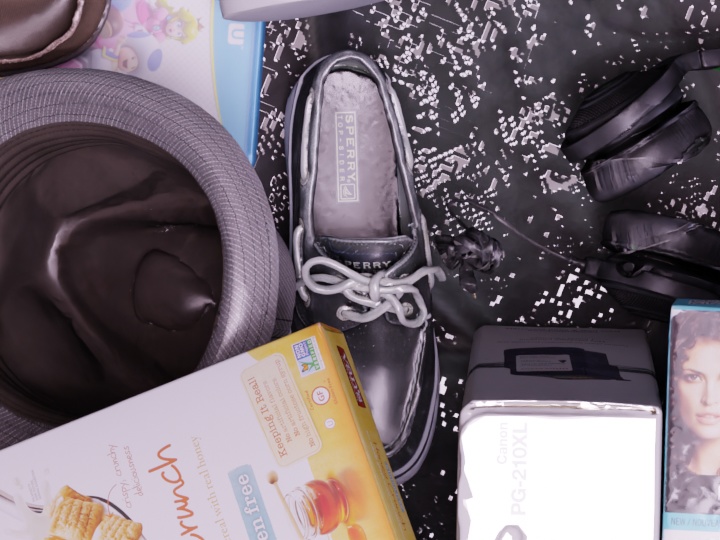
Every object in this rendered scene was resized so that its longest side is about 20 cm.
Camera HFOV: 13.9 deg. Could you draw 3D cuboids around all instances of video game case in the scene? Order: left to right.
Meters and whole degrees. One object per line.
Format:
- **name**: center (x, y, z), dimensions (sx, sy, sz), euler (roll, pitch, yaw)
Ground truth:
- **video game case**: center (-0.143, -0.124, 1.368), dimensions (0.200, 0.018, 0.143), euler (4, 93, 2)

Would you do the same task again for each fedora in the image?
- **fedora**: center (-0.108, 0.004, 1.320), dimensions (0.200, 0.090, 0.177), euler (9, 88, 30)

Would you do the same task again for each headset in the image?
- **headset**: center (0.132, -0.031, 1.325), dimensions (0.200, 0.094, 0.124), euler (-13, 92, -8)

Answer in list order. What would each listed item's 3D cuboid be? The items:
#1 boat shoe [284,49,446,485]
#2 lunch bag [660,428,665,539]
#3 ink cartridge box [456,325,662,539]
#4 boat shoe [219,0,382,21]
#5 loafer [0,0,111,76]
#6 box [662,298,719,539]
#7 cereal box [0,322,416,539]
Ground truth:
- **boat shoe**: center (0.003, 0.000, 1.335), dimensions (0.074, 0.068, 0.199), euler (0, 88, -6)
- **lunch bag**: center (0.185, 0.143, 1.297), dimensions (0.118, 0.164, 0.200), euler (-10, 92, 4)
- **ink cartridge box**: center (0.084, 0.110, 1.275), dimensions (0.084, 0.200, 0.145), euler (1, 98, 4)
- **boat shoe**: center (0.028, -0.163, 1.333), dimensions (0.200, 0.072, 0.066), euler (-16, 89, 1)
- **loafer**: center (-0.212, -0.125, 1.325), dimensions (0.200, 0.071, 0.073), euler (3, 93, 2)
- **box**: center (0.162, 0.113, 1.190), dimensions (0.082, 0.049, 0.200), euler (2, 93, 9)
- **cereal box**: center (-0.079, 0.123, 1.217), dimensions (0.200, 0.040, 0.144), euler (-23, 78, 12)
